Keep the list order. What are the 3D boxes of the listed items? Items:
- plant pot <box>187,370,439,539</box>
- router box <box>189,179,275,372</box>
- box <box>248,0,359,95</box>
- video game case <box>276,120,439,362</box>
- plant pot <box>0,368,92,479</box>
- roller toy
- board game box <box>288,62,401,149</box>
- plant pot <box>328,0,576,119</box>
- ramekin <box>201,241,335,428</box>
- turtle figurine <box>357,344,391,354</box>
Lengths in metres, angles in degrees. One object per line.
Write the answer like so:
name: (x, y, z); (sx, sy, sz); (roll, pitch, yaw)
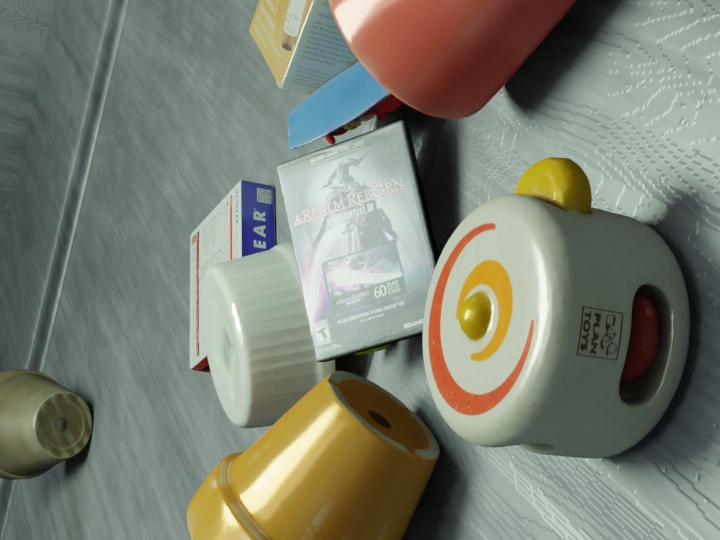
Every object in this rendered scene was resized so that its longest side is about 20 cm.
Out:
plant pot: (-0.028, 0.202, 1.122); (0.184, 0.200, 0.200); (-54, 33, 13)
router box: (-0.169, 0.012, 1.591); (0.179, 0.049, 0.201); (-37, 50, 54)
box: (-0.030, -0.312, 1.362); (0.201, 0.106, 0.153); (-66, 30, 26)
video game case: (0.002, -0.027, 1.169); (0.142, 0.019, 0.201); (-17, 79, 23)
plant pot: (-0.573, 0.273, 2.178); (0.173, 0.199, 0.201); (-8, 74, 45)
roller toy: (0.134, 0.039, 0.888); (0.200, 0.139, 0.183); (-57, 36, 37)
board game box: (0.002, -0.169, 1.247); (0.158, 0.039, 0.200); (-31, 21, 8)
plant pot: (0.096, -0.258, 1.025); (0.177, 0.200, 0.201); (-36, 50, 43)
ramekin: (-0.106, 0.075, 1.329); (0.200, 0.097, 0.202); (171, 90, -71)
turtle figurine: (0.000, 0.000, 1.249); (0.200, 0.064, 0.162); (-47, 48, 50)
